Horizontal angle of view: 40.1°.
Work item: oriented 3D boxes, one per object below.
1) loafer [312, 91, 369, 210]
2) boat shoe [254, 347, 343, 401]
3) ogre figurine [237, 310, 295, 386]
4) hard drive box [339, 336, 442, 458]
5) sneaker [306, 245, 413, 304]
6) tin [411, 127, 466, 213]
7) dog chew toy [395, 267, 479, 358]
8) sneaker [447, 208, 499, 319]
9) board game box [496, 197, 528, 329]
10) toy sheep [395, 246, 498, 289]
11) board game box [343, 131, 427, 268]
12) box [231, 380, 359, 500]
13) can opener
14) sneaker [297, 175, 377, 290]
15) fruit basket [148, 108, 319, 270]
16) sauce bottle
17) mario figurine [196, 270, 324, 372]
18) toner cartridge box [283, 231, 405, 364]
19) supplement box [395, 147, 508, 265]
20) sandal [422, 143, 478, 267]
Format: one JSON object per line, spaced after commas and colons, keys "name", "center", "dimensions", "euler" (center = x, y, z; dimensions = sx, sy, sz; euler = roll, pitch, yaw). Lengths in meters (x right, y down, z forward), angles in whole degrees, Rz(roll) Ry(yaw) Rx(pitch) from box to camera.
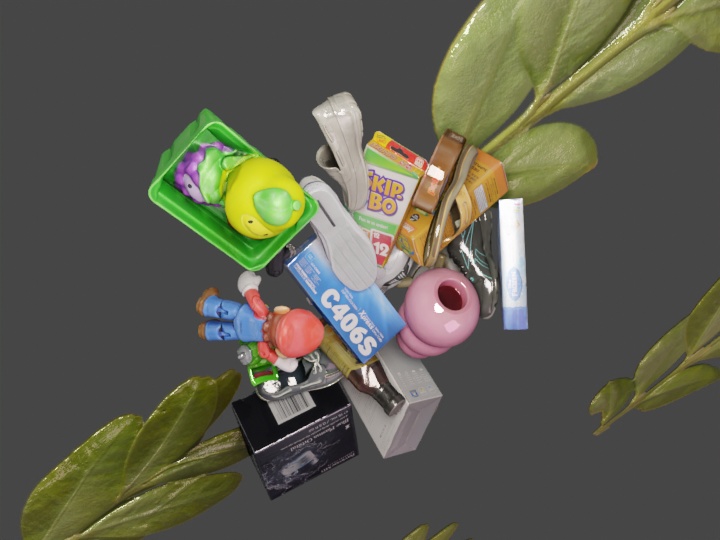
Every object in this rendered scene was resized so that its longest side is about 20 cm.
{"name": "loafer", "center": [-0.030, -0.162, 1.394], "dimensions": [0.068, 0.070, 0.202], "euler": [-19, 136, -9]}
{"name": "boat shoe", "center": [-0.090, 0.175, 1.724], "dimensions": [0.196, 0.074, 0.062], "euler": [-21, 173, -11]}
{"name": "ogre figurine", "center": [-0.138, 0.124, 1.606], "dimensions": [0.118, 0.100, 0.200], "euler": [-25, -172, -4]}
{"name": "hard drive box", "center": [0.047, 0.203, 1.768], "dimensions": [0.075, 0.201, 0.157], "euler": [-9, 140, -31]}
{"name": "sneaker", "center": [0.000, 0.000, 1.597], "dimensions": [0.200, 0.076, 0.114], "euler": [-46, 146, 22]}
{"name": "tin", "center": [0.117, -0.147, 1.446], "dimensions": [0.200, 0.041, 0.114], "euler": [-55, 165, -73]}
{"name": "dog chew toy", "center": [0.114, 0.080, 1.597], "dimensions": [0.122, 0.127, 0.200], "euler": [-15, 160, -25]}
{"name": "sneaker", "center": [0.180, -0.020, 1.611], "dimensions": [0.077, 0.205, 0.075], "euler": [-6, 173, -4]}
{"name": "board game box", "center": [0.247, -0.015, 1.618], "dimensions": [0.042, 0.204, 0.200], "euler": [-2, -178, 7]}
{"name": "toy sheep", "center": [0.149, 0.012, 1.693], "dimensions": [0.196, 0.139, 0.139], "euler": [1, 135, -19]}
{"name": "board game box", "center": [0.028, -0.104, 1.483], "dimensions": [0.030, 0.095, 0.202], "euler": [-44, 162, -51]}
{"name": "box", "center": [-0.115, 0.294, 1.819], "dimensions": [0.194, 0.118, 0.202], "euler": [-25, 146, -12]}
{"name": "can opener", "center": [-0.127, -0.070, 1.422], "dimensions": [0.077, 0.064, 0.202], "euler": [-14, 141, -25]}
{"name": "sneaker", "center": [-0.032, -0.060, 1.461], "dimensions": [0.072, 0.071, 0.202], "euler": [-26, 124, 2]}
{"name": "fruit basket", "center": [-0.146, -0.088, 1.235], "dimensions": [0.155, 0.217, 0.215], "euler": [-42, 144, 14]}
{"name": "sauce bottle", "center": [-0.001, 0.160, 1.672], "dimensions": [0.066, 0.200, 0.066], "euler": [-39, 161, -16]}
{"name": "mario figurine", "center": [-0.142, 0.078, 1.489], "dimensions": [0.124, 0.196, 0.108], "euler": [69, 37, -54]}
{"name": "toner cartridge box", "center": [-0.025, 0.037, 1.531], "dimensions": [0.095, 0.043, 0.201], "euler": [-41, 105, -11]}
{"name": "supplement box", "center": [0.140, -0.102, 1.555], "dimensions": [0.199, 0.066, 0.069], "euler": [-42, 139, -14]}
{"name": "sandal", "center": [0.144, -0.095, 1.472], "dimensions": [0.081, 0.053, 0.203], "euler": [110, 4, -70]}
